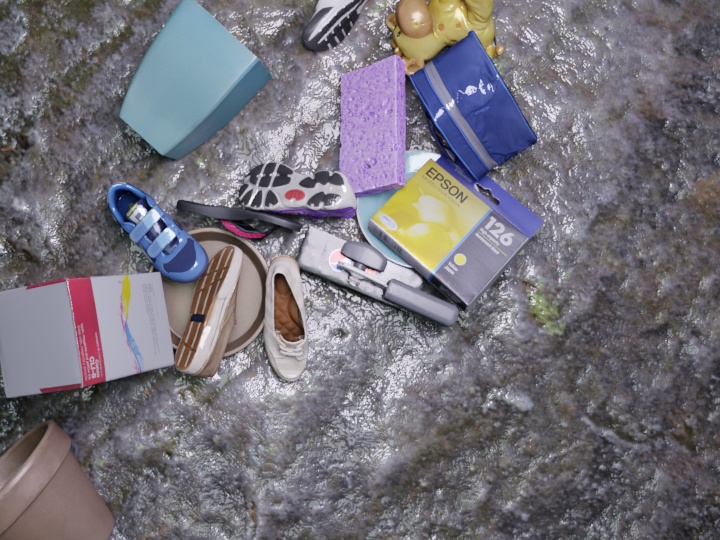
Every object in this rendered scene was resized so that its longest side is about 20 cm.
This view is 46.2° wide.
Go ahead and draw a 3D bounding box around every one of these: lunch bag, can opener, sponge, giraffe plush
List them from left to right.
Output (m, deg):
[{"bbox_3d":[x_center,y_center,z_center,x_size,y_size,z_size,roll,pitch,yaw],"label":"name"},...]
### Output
[{"bbox_3d":[0.018,-0.217,1.286,0.110,0.030,0.203,-8,76,37],"label":"sponge"},{"bbox_3d":[0.056,0.021,1.245,0.198,0.053,0.067,28,85,-2],"label":"can opener"},{"bbox_3d":[0.119,-0.390,1.302,0.160,0.173,0.202,-18,123,6],"label":"giraffe plush"},{"bbox_3d":[0.164,-0.233,1.256,0.131,0.200,0.137,-31,49,15],"label":"lunch bag"}]

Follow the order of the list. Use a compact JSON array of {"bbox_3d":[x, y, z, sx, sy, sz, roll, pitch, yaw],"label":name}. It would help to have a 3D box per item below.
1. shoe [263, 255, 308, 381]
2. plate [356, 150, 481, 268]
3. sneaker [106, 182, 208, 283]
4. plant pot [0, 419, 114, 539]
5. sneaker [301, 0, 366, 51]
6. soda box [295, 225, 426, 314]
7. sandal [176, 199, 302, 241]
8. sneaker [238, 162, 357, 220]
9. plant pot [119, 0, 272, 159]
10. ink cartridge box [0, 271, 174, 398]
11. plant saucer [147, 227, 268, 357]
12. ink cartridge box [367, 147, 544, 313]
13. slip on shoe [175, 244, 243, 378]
[{"bbox_3d":[-0.114,0.080,1.266,0.069,0.053,0.203,-5,109,-4],"label":"shoe"},{"bbox_3d":[0.091,-0.093,1.309,0.197,0.026,0.203,1,68,-2],"label":"plate"},{"bbox_3d":[-0.308,-0.057,1.255,0.199,0.082,0.074,40,80,18],"label":"sneaker"},{"bbox_3d":[-0.454,0.346,1.211,0.200,0.200,0.175,-44,109,-4],"label":"plant pot"},{"bbox_3d":[-0.033,-0.433,1.327,0.080,0.074,0.201,35,81,14],"label":"sneaker"},{"bbox_3d":[0.000,0.000,1.300,0.198,0.063,0.072,22,86,-3],"label":"soda box"},{"bbox_3d":[-0.186,-0.073,1.294,0.197,0.075,0.046,9,93,5],"label":"sandal"},{"bbox_3d":[-0.096,-0.106,1.282,0.198,0.084,0.082,11,68,25],"label":"sneaker"},{"bbox_3d":[-0.258,-0.275,1.267,0.141,0.141,0.200,42,93,0],"label":"plant pot"},{"bbox_3d":[-0.383,0.086,1.189,0.144,0.199,0.147,-11,88,25],"label":"ink cartridge box"},{"bbox_3d":[-0.232,0.035,1.303,0.197,0.029,0.203,0,87,-3],"label":"plant saucer"},{"bbox_3d":[0.148,-0.073,1.269,0.197,0.047,0.200,40,74,13],"label":"ink cartridge box"},{"bbox_3d":[-0.213,0.063,1.262,0.060,0.075,0.203,27,74,-41],"label":"slip on shoe"}]
